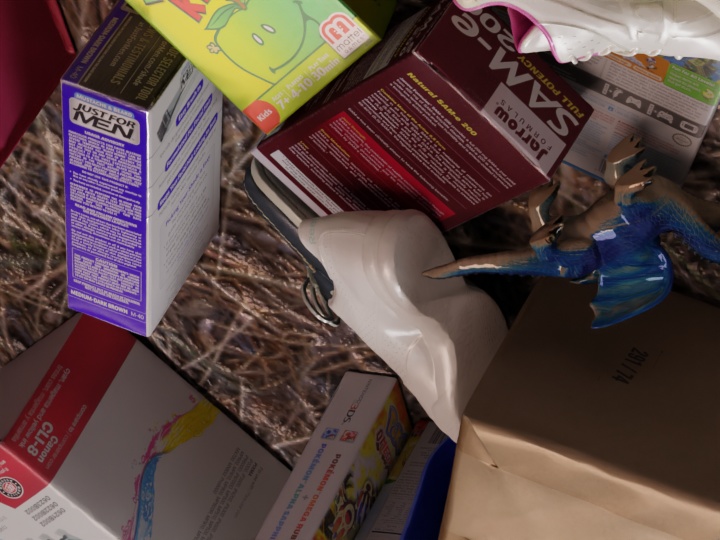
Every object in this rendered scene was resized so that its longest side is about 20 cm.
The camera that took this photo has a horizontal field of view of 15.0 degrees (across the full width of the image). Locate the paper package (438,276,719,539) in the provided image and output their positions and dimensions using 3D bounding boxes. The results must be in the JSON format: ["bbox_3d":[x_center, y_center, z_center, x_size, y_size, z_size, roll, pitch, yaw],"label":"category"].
[{"bbox_3d":[0.162,0.101,1.592,0.190,0.200,0.104,18,124,13],"label":"paper package"}]

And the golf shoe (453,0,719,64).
[{"bbox_3d":[0.127,-0.141,1.403,0.199,0.075,0.092,27,107,-24],"label":"golf shoe"}]

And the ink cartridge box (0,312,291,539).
[{"bbox_3d":[-0.178,0.156,1.908,0.200,0.145,0.145,41,139,-14],"label":"ink cartridge box"}]

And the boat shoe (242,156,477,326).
[{"bbox_3d":[0.000,0.000,1.698,0.200,0.075,0.062,35,130,-20],"label":"boat shoe"}]

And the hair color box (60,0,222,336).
[{"bbox_3d":[-0.133,-0.069,1.674,0.064,0.110,0.201,20,139,12],"label":"hair color box"}]

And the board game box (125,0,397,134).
[{"bbox_3d":[-0.086,-0.182,1.559,0.200,0.048,0.101,43,124,-15],"label":"board game box"}]

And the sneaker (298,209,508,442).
[{"bbox_3d":[0.026,0.029,1.634,0.088,0.075,0.200,7,144,32],"label":"sneaker"}]

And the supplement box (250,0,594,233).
[{"bbox_3d":[0.032,-0.081,1.574,0.109,0.061,0.200,42,151,-14],"label":"supplement box"}]

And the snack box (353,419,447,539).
[{"bbox_3d":[0.051,0.228,1.800,0.067,0.200,0.169,1,132,30],"label":"snack box"}]

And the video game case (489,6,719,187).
[{"bbox_3d":[0.138,-0.130,1.518,0.142,0.018,0.201,26,140,7],"label":"video game case"}]

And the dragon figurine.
[{"bbox_3d":[0.141,-0.009,1.541,0.199,0.059,0.100,-30,121,8],"label":"dragon figurine"}]

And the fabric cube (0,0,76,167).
[{"bbox_3d":[-0.322,-0.151,1.637,0.198,0.197,0.201,7,135,26],"label":"fabric cube"}]

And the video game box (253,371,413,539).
[{"bbox_3d":[-0.004,0.202,1.821,0.047,0.183,0.201,4,134,24],"label":"video game box"}]

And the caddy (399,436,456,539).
[{"bbox_3d":[0.103,0.158,1.676,0.140,0.200,0.105,-5,124,19],"label":"caddy"}]
